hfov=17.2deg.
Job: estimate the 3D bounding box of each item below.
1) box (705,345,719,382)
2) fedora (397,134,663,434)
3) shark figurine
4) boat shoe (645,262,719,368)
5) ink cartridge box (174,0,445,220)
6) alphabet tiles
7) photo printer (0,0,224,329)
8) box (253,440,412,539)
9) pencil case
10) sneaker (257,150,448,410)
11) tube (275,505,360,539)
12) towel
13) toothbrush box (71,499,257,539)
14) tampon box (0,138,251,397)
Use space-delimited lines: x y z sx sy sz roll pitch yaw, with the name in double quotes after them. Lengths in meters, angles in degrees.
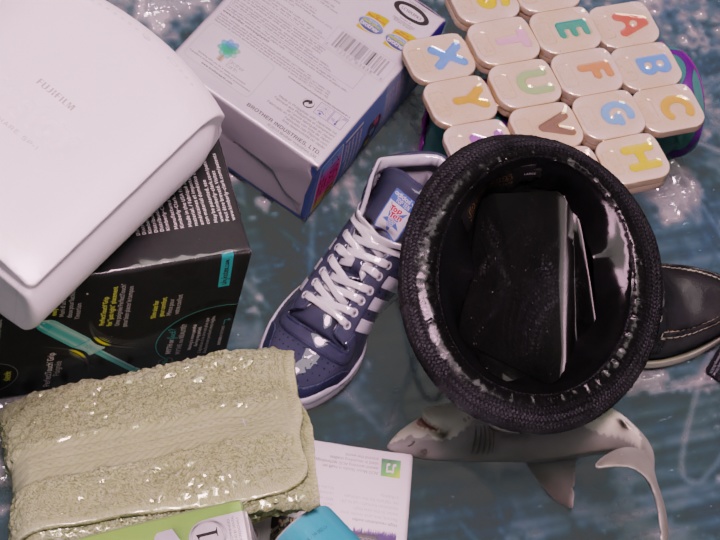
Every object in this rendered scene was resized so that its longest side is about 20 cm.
0.356 0.014 1.655 0.115 0.132 0.200 39 60 15 "box"
0.100 0.016 1.555 0.199 0.092 0.202 5 72 -15 "fedora"
0.138 0.124 1.563 0.214 0.090 0.128 9 30 42 "shark figurine"
0.178 0.021 1.652 0.198 0.066 0.075 0 60 -12 "boat shoe"
-0.033 -0.154 1.702 0.136 0.076 0.200 35 61 8 "ink cartridge box"
0.135 -0.131 1.662 0.194 0.015 0.201 -11 56 -20 "alphabet tiles"
-0.193 -0.081 1.451 0.166 0.070 0.200 38 60 11 "photo printer"
-0.044 0.202 1.518 0.143 0.036 0.201 9 57 -7 "box"
0.143 -0.109 1.710 0.199 0.085 0.093 -9 53 -18 "pencil case"
0.000 0.000 1.600 0.070 0.109 0.200 35 59 10 "sneaker"
0.024 0.231 1.450 0.077 0.050 0.200 -40 66 -10 "tube"
-0.129 0.114 1.507 0.198 0.037 0.149 -12 41 -4 "towel"
-0.147 0.237 1.416 0.199 0.086 0.146 -13 63 -2 "toothbrush box"
-0.189 -0.014 1.542 0.199 0.150 0.127 -9 63 -17 "tampon box"
